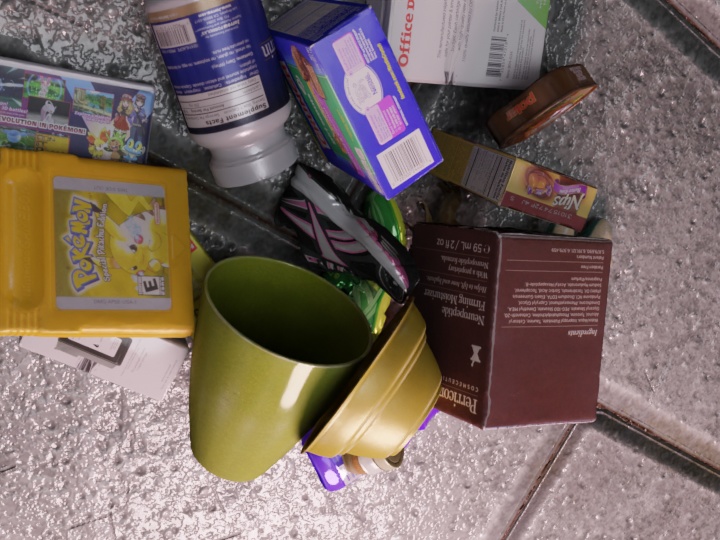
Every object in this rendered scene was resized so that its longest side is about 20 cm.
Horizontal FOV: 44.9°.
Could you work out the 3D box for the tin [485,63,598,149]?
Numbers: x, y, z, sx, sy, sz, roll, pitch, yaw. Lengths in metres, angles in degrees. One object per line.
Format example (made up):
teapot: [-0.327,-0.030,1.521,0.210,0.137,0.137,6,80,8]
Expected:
tin: [0.211,-0.192,1.008,0.111,0.199,0.042,-32,88,29]

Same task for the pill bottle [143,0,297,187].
pill bottle: [-0.136,-0.196,0.892,0.114,0.116,0.203,-22,115,-14]

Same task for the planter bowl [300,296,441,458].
planter bowl: [0.028,0.133,0.910,0.083,0.200,0.201,37,91,1]

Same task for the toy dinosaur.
toy dinosaur: [0.101,-0.013,1.044,0.099,0.058,0.204,-5,85,-16]

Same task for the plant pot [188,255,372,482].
plant pot: [-0.108,0.120,0.935,0.184,0.188,0.202,12,118,-25]

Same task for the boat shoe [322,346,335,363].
boat shoe: [-0.053,0.144,1.045,0.065,0.072,0.202,20,117,-28]

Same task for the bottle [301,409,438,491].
bottle: [0.024,0.200,1.120,0.198,0.065,0.084,-30,112,-11]

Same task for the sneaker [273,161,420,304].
sneaker: [-0.019,-0.027,0.985,0.087,0.200,0.080,-51,157,16]

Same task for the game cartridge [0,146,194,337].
game cartridge: [-0.261,-0.024,0.852,0.197,0.032,0.180,3,75,-36]

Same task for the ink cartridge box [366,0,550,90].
ink cartridge box: [0.107,-0.286,0.980,0.197,0.084,0.148,-1,108,-23]

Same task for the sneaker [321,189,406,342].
sneaker: [0.000,0.000,1.038,0.082,0.074,0.203,6,106,-28]

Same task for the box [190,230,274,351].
box: [-0.174,0.039,0.992,0.075,0.050,0.201,-36,117,-7]

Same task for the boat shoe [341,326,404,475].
boat shoe: [0.017,0.152,1.055,0.068,0.202,0.075,-22,127,30]

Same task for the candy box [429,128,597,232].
candy box: [0.164,-0.107,0.999,0.115,0.200,0.057,15,102,-26]

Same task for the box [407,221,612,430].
box: [0.159,0.054,0.970,0.162,0.165,0.204,2,95,-30]

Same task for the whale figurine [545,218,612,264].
whale figurine: [0.257,-0.001,1.146,0.199,0.103,0.161,-34,124,-36]

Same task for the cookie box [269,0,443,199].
cookie box: [-0.015,-0.183,0.899,0.075,0.200,0.173,-32,116,-7]

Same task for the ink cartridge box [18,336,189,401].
ink cartridge box: [-0.289,0.052,0.912,0.198,0.116,0.068,28,96,-26]

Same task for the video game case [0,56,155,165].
video game case: [-0.319,-0.114,0.887,0.197,0.023,0.186,6,99,-24]
